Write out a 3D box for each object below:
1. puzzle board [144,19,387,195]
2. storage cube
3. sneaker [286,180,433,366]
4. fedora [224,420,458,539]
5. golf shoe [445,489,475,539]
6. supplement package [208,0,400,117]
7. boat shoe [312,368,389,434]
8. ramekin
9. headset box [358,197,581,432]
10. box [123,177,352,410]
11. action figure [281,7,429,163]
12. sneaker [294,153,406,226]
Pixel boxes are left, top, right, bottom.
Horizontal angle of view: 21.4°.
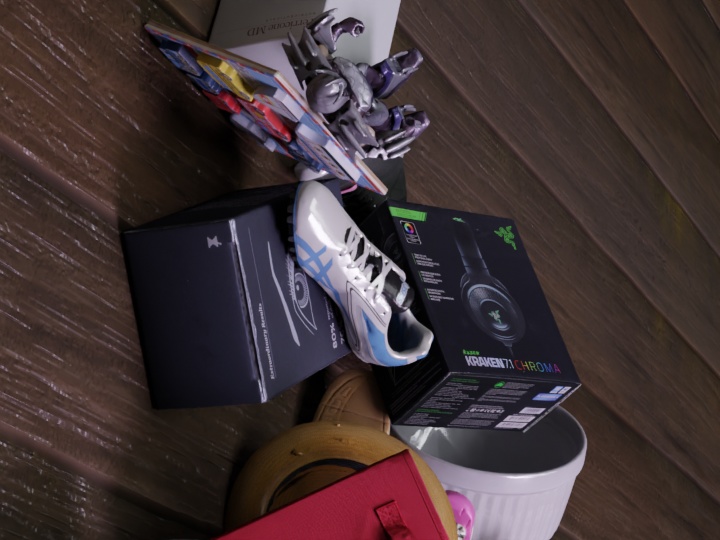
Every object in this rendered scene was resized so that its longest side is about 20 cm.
[{"bbox_3d":[-0.077,-0.129,1.568,0.018,0.150,0.200,-58,144,-9],"label":"puzzle board"},{"bbox_3d":[-0.011,0.265,1.457,0.200,0.178,0.172,96,-30,-72],"label":"storage cube"},{"bbox_3d":[0.000,0.000,1.535,0.201,0.072,0.072,59,37,-39],"label":"sneaker"},{"bbox_3d":[-0.019,0.226,1.613,0.082,0.198,0.203,121,-28,-72],"label":"fedora"},{"bbox_3d":[0.039,0.262,1.716,0.075,0.201,0.092,32,26,-6],"label":"golf shoe"},{"bbox_3d":[-0.043,-0.237,1.683,0.118,0.116,0.202,55,37,-46],"label":"supplement package"},{"bbox_3d":[-0.016,0.190,1.710,0.069,0.073,0.202,92,8,-70],"label":"boat shoe"},{"bbox_3d":[0.110,0.191,1.822,0.200,0.198,0.106,-37,140,-61],"label":"ramekin"},{"bbox_3d":[0.086,0.038,1.759,0.173,0.093,0.202,8,51,-40],"label":"headset box"},{"bbox_3d":[-0.089,0.016,1.545,0.200,0.103,0.150,-24,106,-63],"label":"box"},{"bbox_3d":[0.002,-0.145,1.534,0.131,0.069,0.200,69,17,5],"label":"action figure"},{"bbox_3d":[0.001,-0.065,1.786,0.200,0.070,0.100,-10,89,-68],"label":"sneaker"}]
